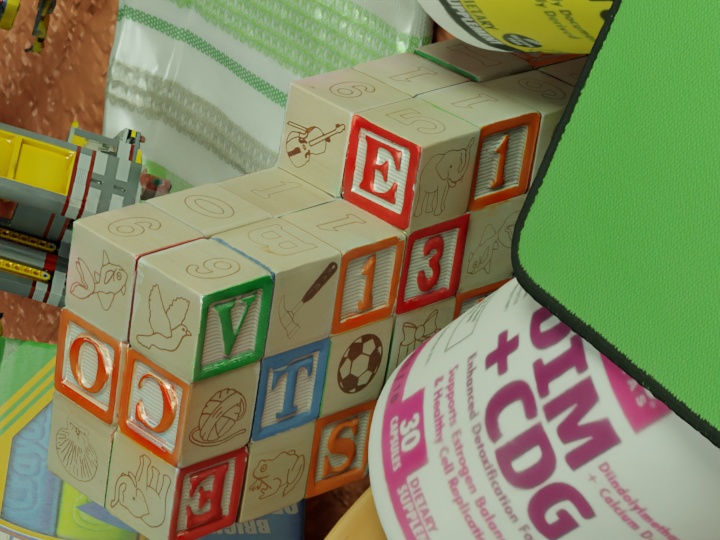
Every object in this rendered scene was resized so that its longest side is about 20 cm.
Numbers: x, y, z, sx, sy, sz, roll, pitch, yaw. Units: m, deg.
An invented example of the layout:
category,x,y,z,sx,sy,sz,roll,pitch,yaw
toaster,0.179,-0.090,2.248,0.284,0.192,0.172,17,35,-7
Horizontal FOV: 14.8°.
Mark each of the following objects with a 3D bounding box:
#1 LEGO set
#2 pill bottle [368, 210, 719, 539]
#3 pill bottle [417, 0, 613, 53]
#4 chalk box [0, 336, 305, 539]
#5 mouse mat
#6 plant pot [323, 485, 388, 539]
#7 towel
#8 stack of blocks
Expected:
category,x,y,z,sx,sy,sz,roll,pitch,yaw
LEGO set,-0.134,-0.029,1.061,0.154,0.116,0.200,-86,16,-48
pill bottle,0.102,0.030,0.790,0.200,0.113,0.114,-37,75,44
pill bottle,0.110,-0.117,0.794,0.200,0.111,0.112,4,105,44
chalk box,-0.086,0.138,0.973,0.200,0.123,0.125,-90,11,-51
mouse mat,0.119,-0.051,0.689,0.161,0.008,0.200,41,113,44
plant pot,0.042,0.177,0.906,0.140,0.200,0.201,26,121,19
towel,-0.041,-0.075,1.015,0.149,0.031,0.201,32,123,36
stack of blocks,0.000,0.000,0.874,0.059,0.200,0.115,29,122,37
